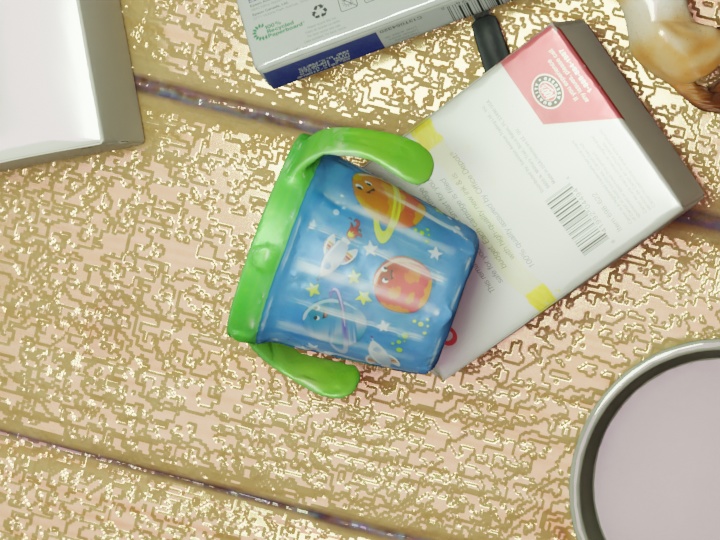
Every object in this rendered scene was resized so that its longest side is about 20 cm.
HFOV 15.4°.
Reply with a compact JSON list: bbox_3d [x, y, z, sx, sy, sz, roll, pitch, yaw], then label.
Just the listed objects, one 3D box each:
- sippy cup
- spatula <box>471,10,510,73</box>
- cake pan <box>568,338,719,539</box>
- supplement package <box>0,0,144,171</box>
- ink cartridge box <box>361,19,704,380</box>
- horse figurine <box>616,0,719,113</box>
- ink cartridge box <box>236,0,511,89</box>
[{"bbox_3d":[0.000,0.000,1.647,0.130,0.178,0.140,21,77,2],"label":"sippy cup"},{"bbox_3d":[0.076,-0.182,1.759,0.056,0.021,0.200,-19,90,10],"label":"spatula"},{"bbox_3d":[0.237,0.143,1.742,0.200,0.037,0.201,0,93,9],"label":"cake pan"},{"bbox_3d":[-0.228,-0.170,1.755,0.120,0.121,0.200,-10,90,8],"label":"supplement package"},{"bbox_3d":[0.096,-0.046,1.716,0.200,0.083,0.145,-36,87,19],"label":"ink cartridge box"},{"bbox_3d":[0.199,-0.178,1.698,0.132,0.050,0.200,-32,97,-28],"label":"horse figurine"},{"bbox_3d":[0.003,-0.241,1.744,0.196,0.043,0.200,-19,66,9],"label":"ink cartridge box"}]
